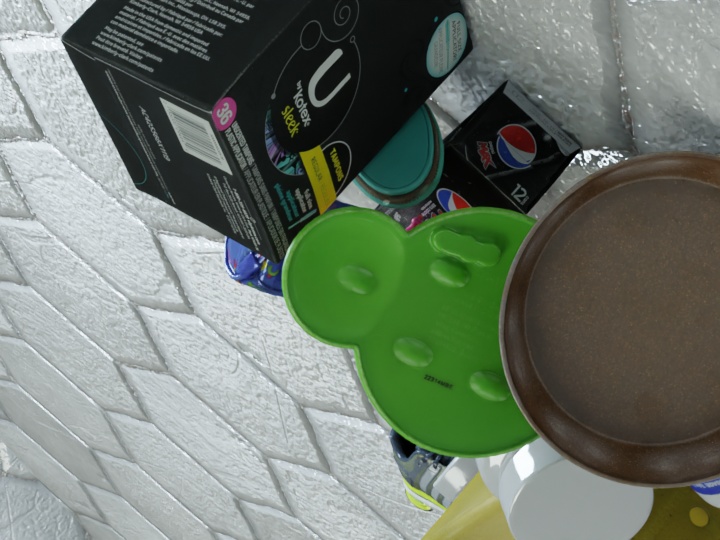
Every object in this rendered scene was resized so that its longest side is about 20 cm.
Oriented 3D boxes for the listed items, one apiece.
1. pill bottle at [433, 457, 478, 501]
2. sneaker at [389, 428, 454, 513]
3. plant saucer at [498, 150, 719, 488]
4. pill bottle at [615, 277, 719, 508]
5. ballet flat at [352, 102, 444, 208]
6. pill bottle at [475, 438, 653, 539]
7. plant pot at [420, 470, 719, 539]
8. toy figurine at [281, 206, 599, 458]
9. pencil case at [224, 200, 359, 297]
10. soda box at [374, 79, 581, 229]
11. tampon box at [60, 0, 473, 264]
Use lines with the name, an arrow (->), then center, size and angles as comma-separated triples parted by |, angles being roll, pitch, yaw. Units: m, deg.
pill bottle -> 0.162, 0.210, 1.614 | 0.200, 0.112, 0.112 | 41, 160, 5
sneaker -> 0.089, 0.183, 1.753 | 0.200, 0.074, 0.081 | 8, 138, 54
plant saucer -> 0.177, 0.027, 1.139 | 0.200, 0.200, 0.034 | 47, -174, -13
pill bottle -> 0.230, 0.078, 1.229 | 0.200, 0.112, 0.112 | 47, 159, -14
ballet flat -> 0.007, -0.097, 1.268 | 0.070, 0.067, 0.200 | 77, 170, -50
pill bottle -> 0.125, 0.091, 1.308 | 0.113, 0.113, 0.200 | 57, -168, -36
plant pot -> 0.183, 0.186, 1.438 | 0.200, 0.200, 0.176 | 40, 149, 7
toy figurine -> 0.029, 0.015, 1.228 | 0.200, 0.150, 0.184 | 22, -177, -15
pencil case -> 0.000, 0.000, 1.426 | 0.200, 0.087, 0.078 | 19, 142, -24
soda box -> 0.072, -0.055, 1.315 | 0.071, 0.063, 0.200 | 42, 160, -3
tampon box -> -0.050, -0.138, 1.172 | 0.126, 0.200, 0.150 | 28, 157, 31
